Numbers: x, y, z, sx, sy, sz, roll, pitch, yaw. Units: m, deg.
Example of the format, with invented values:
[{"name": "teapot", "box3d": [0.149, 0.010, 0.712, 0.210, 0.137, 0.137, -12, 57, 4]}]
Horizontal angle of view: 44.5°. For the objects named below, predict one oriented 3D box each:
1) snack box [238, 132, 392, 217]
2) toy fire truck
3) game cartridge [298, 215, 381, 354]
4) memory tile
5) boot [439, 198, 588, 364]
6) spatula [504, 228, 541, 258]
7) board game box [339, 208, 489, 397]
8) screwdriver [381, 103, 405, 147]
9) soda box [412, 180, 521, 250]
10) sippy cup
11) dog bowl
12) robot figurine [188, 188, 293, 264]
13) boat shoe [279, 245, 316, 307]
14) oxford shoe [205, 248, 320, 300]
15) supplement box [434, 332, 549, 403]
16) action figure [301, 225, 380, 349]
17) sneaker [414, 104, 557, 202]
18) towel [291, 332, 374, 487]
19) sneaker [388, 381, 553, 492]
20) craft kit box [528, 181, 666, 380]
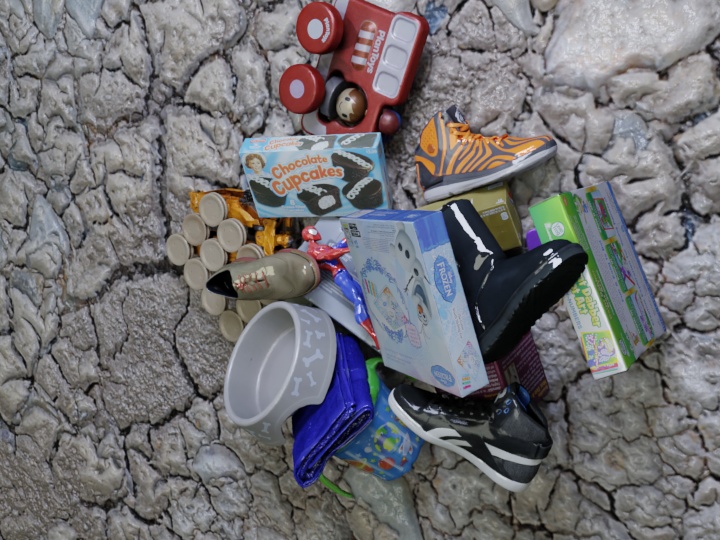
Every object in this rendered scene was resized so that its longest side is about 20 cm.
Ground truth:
[{"name": "snack box", "box3d": [-0.060, -0.130, 1.224, 0.196, 0.037, 0.117, 0, 132, 15]}, {"name": "toy fire truck", "box3d": [-0.006, -0.264, 1.190, 0.166, 0.112, 0.203, 28, 111, 25]}, {"name": "game cartridge", "box3d": [-0.001, 0.015, 1.249, 0.199, 0.040, 0.134, 35, 93, 16]}, {"name": "memory tile", "box3d": [-0.208, -0.005, 1.342, 0.153, 0.017, 0.201, -43, 77, 32]}, {"name": "boot", "box3d": [0.143, -0.016, 0.970, 0.170, 0.075, 0.201, 61, 143, 25]}, {"name": "spatula", "box3d": [0.192, -0.018, 1.170, 0.197, 0.020, 0.058, -14, 96, 32]}, {"name": "board game box", "box3d": [0.058, 0.030, 1.027, 0.199, 0.043, 0.202, 12, 120, 65]}, {"name": "screwdriver", "box3d": [0.026, -0.166, 1.243, 0.029, 0.027, 0.203, 49, 127, 48]}, {"name": "soda box", "box3d": [0.108, -0.047, 1.156, 0.197, 0.064, 0.068, -16, 118, 20]}, {"name": "sippy cup", "box3d": [0.017, 0.223, 1.238, 0.130, 0.140, 0.178, 36, 110, -19]}, {"name": "dog bowl", "box3d": [-0.117, 0.135, 1.212, 0.199, 0.058, 0.203, -34, 42, 37]}, {"name": "robot figurine", "box3d": [-0.181, -0.062, 1.358, 0.197, 0.058, 0.148, 12, 104, 29]}, {"name": "boat shoe", "box3d": [-0.081, 0.059, 1.317, 0.071, 0.067, 0.204, 4, 84, 33]}, {"name": "oxford shoe", "box3d": [-0.138, 0.017, 1.232, 0.198, 0.074, 0.072, -9, 101, 44]}, {"name": "supplement box", "box3d": [0.153, 0.095, 1.138, 0.102, 0.130, 0.203, -16, 95, 32]}, {"name": "action figure", "box3d": [0.000, 0.000, 1.202, 0.099, 0.065, 0.200, -44, 75, 9]}, {"name": "sneaker", "box3d": [0.150, -0.166, 1.138, 0.197, 0.077, 0.114, -16, 91, 31]}, {"name": "towel", "box3d": [-0.048, 0.178, 1.193, 0.049, 0.201, 0.148, 37, 105, -19]}, {"name": "sneaker", "box3d": [0.138, 0.165, 1.054, 0.198, 0.073, 0.113, 30, 115, 10]}, {"name": "craft kit box", "box3d": [0.280, 0.004, 1.021, 0.048, 0.197, 0.203, -22, 86, 30]}]
